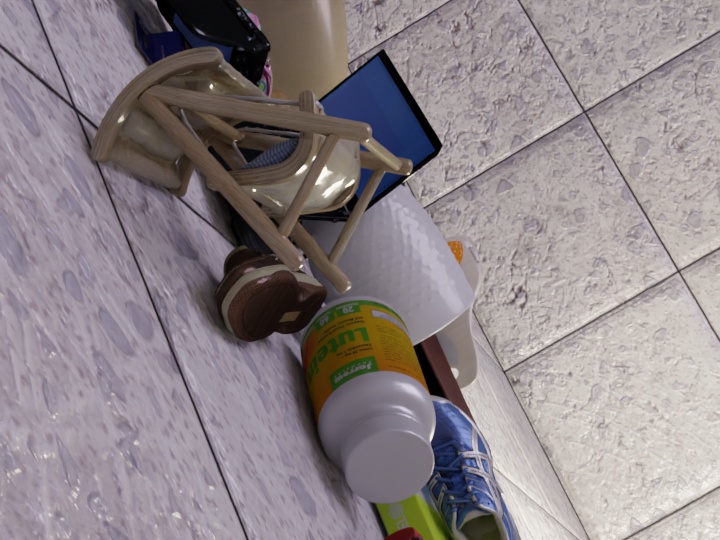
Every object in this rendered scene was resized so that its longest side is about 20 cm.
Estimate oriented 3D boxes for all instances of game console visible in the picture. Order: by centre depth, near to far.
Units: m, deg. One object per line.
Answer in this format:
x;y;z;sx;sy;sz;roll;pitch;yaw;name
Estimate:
-0.200;-0.279;1.593;0.201;0.115;0.177;53;-34;22;game console

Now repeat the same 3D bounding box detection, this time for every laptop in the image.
-0.048;-0.143;1.467;0.197;0.104;0.178;2;40;-28;laptop

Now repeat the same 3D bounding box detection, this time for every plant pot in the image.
-0.092;-0.311;2.129;0.187;0.185;0.203;-3;77;-81;plant pot

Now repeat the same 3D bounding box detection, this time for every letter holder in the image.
0.039;0.114;1.630;0.142;0.100;0.201;48;15;-51;letter holder

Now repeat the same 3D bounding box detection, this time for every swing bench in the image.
-0.084;-0.091;1.184;0.198;0.131;0.199;29;1;12;swing bench

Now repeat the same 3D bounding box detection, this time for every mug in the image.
0.000;0.000;1.525;0.177;0.199;0.147;60;-30;-6;mug

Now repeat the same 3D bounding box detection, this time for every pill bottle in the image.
0.009;0.122;1.356;0.112;0.110;0.201;55;9;-32;pill bottle

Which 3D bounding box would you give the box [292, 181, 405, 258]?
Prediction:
-0.025;-0.081;1.697;0.050;0.158;0.200;59;8;-10;box

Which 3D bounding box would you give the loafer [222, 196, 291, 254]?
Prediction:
-0.097;-0.061;1.475;0.068;0.070;0.202;47;15;-50;loafer

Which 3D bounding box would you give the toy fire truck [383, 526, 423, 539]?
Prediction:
0.083;0.339;1.277;0.141;0.048;0.201;54;9;-45;toy fire truck

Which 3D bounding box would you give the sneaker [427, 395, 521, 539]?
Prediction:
0.106;0.214;1.431;0.202;0.075;0.077;61;3;6;sneaker

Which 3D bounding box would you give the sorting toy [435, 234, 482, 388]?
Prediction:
0.078;0.086;1.788;0.106;0.200;0.182;-1;57;-39;sorting toy

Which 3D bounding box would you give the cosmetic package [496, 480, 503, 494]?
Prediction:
0.102;0.248;1.621;0.051;0.082;0.200;59;6;15;cosmetic package

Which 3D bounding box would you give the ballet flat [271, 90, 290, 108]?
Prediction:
-0.109;-0.166;1.885;0.062;0.069;0.201;17;32;-36;ballet flat

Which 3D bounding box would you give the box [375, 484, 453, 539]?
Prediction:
0.055;0.245;1.439;0.122;0.047;0.202;51;12;-55;box

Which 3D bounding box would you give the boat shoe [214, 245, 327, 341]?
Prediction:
-0.095;0.016;1.274;0.075;0.075;0.202;39;3;14;boat shoe

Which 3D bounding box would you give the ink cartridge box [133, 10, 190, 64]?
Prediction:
-0.178;-0.192;1.568;0.201;0.037;0.095;54;10;-31;ink cartridge box

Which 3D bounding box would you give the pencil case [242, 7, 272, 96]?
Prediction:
-0.154;-0.263;1.801;0.088;0.087;0.201;56;8;-28;pencil case
